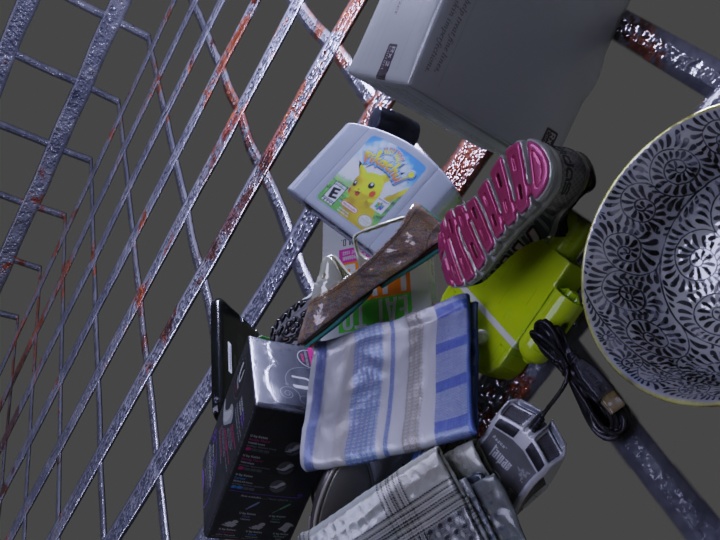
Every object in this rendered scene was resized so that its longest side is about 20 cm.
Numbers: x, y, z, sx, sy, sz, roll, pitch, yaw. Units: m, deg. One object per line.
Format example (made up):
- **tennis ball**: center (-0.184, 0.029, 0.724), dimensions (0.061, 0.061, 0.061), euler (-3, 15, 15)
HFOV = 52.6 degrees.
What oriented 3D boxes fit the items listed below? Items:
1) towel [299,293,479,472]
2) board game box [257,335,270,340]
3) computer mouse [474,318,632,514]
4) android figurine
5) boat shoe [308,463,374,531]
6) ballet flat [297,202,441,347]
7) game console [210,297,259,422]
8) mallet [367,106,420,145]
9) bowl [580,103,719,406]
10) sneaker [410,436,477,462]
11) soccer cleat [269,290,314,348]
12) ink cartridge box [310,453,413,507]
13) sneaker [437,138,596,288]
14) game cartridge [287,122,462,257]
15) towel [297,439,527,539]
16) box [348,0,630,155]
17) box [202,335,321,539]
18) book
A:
- **towel**: center (0.024, 0.109, 0.702), dimensions (0.198, 0.024, 0.149), euler (-20, 47, 31)
- **board game box**: center (-0.129, 0.192, 0.957), dimensions (0.030, 0.094, 0.204), euler (14, 85, 58)
- **computer mouse**: center (0.137, 0.149, 0.622), dimensions (0.110, 0.044, 0.201), euler (46, 115, 28)
- **android figurine**: center (0.139, 0.018, 0.704), dimensions (0.202, 0.041, 0.183), euler (-57, 35, 17)
- **boat shoe**: center (-0.027, 0.270, 0.751), dimensions (0.057, 0.066, 0.204), euler (-143, 54, -63)
- **ballet flat**: center (0.000, 0.000, 0.765), dimensions (0.199, 0.068, 0.068), euler (-36, -1, 9)
- **game console**: center (-0.206, 0.177, 1.071), dimensions (0.115, 0.176, 0.202), euler (-22, 50, 13)
- **mallet**: center (-0.003, -0.138, 0.976), dimensions (0.200, 0.065, 0.042), euler (-43, 37, 36)
- **bowl**: center (0.256, -0.001, 0.487), dimensions (0.200, 0.093, 0.204), euler (-32, 48, 43)
- **sneaker**: center (0.047, 0.221, 0.696), dimensions (0.089, 0.078, 0.203), euler (20, 90, 55)
- **soccer cleat**: center (-0.026, 0.041, 0.921), dimensions (0.200, 0.073, 0.069), euler (-43, 54, 8)
- **ink cartridge box**: center (0.011, 0.200, 0.799), dimensions (0.201, 0.039, 0.100), euler (-53, 35, 28)
- **sneaker**: center (0.138, -0.044, 0.651), dimensions (0.200, 0.086, 0.075), euler (125, 135, -54)
- **game cartridge**: center (0.018, -0.095, 0.857), dimensions (0.133, 0.041, 0.199), euler (-46, 55, -12)
- **towel**: center (0.055, 0.265, 0.596), dimensions (0.198, 0.034, 0.195), euler (-34, 63, 15)
- **box**: center (0.127, -0.236, 0.709), dimensions (0.130, 0.198, 0.202), euler (34, 101, 57)
- **box**: center (-0.106, 0.198, 0.840), dimensions (0.123, 0.104, 0.202), euler (-111, 39, -56)
- **book**: center (0.022, 0.011, 0.842), dimensions (0.131, 0.048, 0.203), euler (-13, 58, 18)
